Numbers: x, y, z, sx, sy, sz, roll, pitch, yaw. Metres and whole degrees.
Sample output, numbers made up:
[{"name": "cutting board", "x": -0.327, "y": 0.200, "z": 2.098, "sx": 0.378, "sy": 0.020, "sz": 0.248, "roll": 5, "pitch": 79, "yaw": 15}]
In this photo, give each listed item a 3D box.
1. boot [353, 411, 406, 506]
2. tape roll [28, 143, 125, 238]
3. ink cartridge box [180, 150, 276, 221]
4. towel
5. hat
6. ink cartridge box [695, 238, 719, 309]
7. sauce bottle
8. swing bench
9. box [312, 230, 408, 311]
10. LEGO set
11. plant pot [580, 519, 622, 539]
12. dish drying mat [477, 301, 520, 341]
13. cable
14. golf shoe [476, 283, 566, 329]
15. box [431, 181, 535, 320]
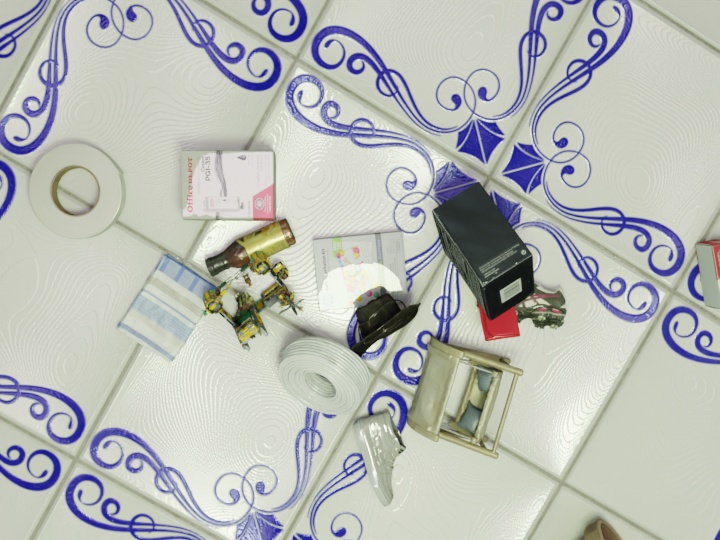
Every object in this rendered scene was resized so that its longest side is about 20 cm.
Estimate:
[{"name": "boot", "x": 0.059, "y": 0.415, "z": 1.627, "sx": 0.094, "sy": 0.074, "sz": 0.203, "roll": -19, "pitch": 94, "yaw": 6}, {"name": "tape roll", "x": -0.604, "y": -0.169, "z": 1.576, "sx": 0.199, "sy": 0.037, "sz": 0.206, "roll": 0, "pitch": 94, "yaw": -2}, {"name": "ink cartridge box", "x": -0.279, "y": -0.179, "z": 1.566, "sx": 0.197, "sy": 0.083, "sz": 0.149, "roll": 0, "pitch": 94, "yaw": -3}, {"name": "towel", "x": -0.422, "y": 0.084, "z": 1.609, "sx": 0.146, "sy": 0.024, "sz": 0.201, "roll": 34, "pitch": 92, "yaw": -5}, {"name": "hat", "x": 0.034, "y": 0.100, "z": 1.555, "sx": 0.200, "sy": 0.201, "sz": 0.081, "roll": -37, "pitch": 78, "yaw": 0}, {"name": "ink cartridge box", "x": 0.865, "y": -0.008, "z": 1.631, "sx": 0.197, "sy": 0.083, "sz": 0.148, "roll": -12, "pitch": 94, "yaw": -1}, {"name": "sauce bottle", "x": -0.238, "y": -0.046, "z": 1.586, "sx": 0.198, "sy": 0.066, "sz": 0.067, "roll": -24, "pitch": 95, "yaw": -3}, {"name": "swing bench", "x": 0.221, "y": 0.271, "z": 1.599, "sx": 0.197, "sy": 0.130, "sz": 0.202, "roll": 16, "pitch": 94, "yaw": -3}, {"name": "box", "x": 0.000, "y": 0.000, "z": 1.614, "sx": 0.197, "sy": 0.041, "sz": 0.159, "roll": -5, "pitch": 94, "yaw": -1}, {"name": "LEGO set", "x": -0.225, "y": 0.071, "z": 1.546, "sx": 0.199, "sy": 0.116, "sz": 0.155, "roll": -32, "pitch": 128, "yaw": -4}, {"name": "plant pot", "x": 0.511, "y": 0.682, "z": 1.625, "sx": 0.174, "sy": 0.200, "sz": 0.201, "roll": -35, "pitch": 95, "yaw": 18}, {"name": "dish drying mat", "x": 0.289, "y": 0.052, "z": 1.586, "sx": 0.076, "sy": 0.018, "sz": 0.203, "roll": -8, "pitch": 62, "yaw": 6}, {"name": "cable", "x": -0.078, "y": 0.223, "z": 1.560, "sx": 0.199, "sy": 0.200, "sz": 0.070, "roll": 37, "pitch": 49, "yaw": -7}, {"name": "golf shoe", "x": 0.355, "y": 0.071, "z": 1.629, "sx": 0.197, "sy": 0.077, "sz": 0.089, "roll": 10, "pitch": 62, "yaw": 5}, {"name": "box", "x": 0.255, "y": -0.038, "z": 1.508, "sx": 0.122, "sy": 0.200, "sz": 0.200, "roll": -31, "pitch": 63, "yaw": -1}]
